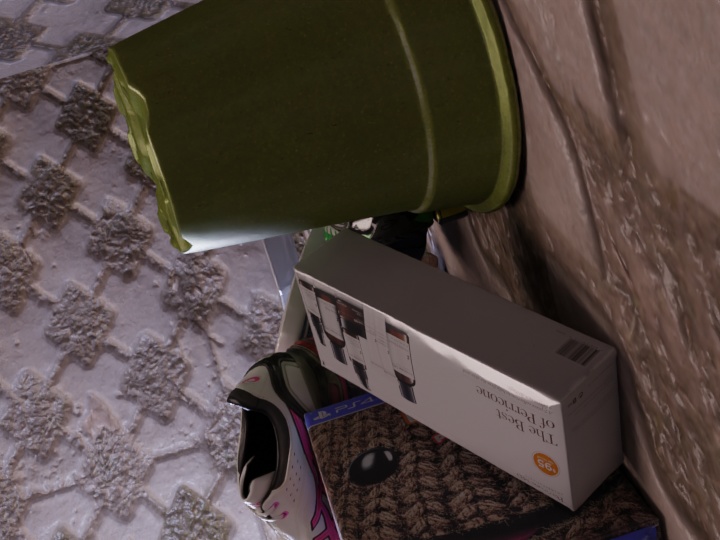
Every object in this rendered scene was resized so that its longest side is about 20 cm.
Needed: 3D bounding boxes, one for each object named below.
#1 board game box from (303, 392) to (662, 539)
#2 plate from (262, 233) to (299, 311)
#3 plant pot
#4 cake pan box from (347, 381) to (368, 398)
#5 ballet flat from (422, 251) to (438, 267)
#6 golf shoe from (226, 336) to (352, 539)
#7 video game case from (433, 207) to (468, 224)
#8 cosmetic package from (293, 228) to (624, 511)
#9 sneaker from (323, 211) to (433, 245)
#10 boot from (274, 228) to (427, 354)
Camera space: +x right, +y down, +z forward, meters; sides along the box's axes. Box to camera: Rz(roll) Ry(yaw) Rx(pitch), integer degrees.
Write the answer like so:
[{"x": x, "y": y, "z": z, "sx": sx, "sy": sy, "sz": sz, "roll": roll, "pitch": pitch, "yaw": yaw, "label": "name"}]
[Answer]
[{"x": 0.068, "y": 0.150, "z": 0.658, "sx": 0.200, "sy": 0.159, "sz": 0.097, "roll": -119, "pitch": 13, "yaw": -64, "label": "board game box"}, {"x": -0.092, "y": -0.046, "z": 1.147, "sx": 0.200, "sy": 0.032, "sz": 0.200, "roll": 87, "pitch": 164, "yaw": -72, "label": "plate"}, {"x": -0.037, "y": -0.097, "z": 0.638, "sx": 0.200, "sy": 0.189, "sz": 0.201, "roll": 159, "pitch": 90, "yaw": -77, "label": "plant pot"}, {"x": 0.024, "y": 0.134, "z": 0.891, "sx": 0.184, "sy": 0.052, "sz": 0.201, "roll": -33, "pitch": -51, "yaw": -53, "label": "cake pan box"}, {"x": 0.055, "y": 0.074, "z": 1.000, "sx": 0.068, "sy": 0.067, "sz": 0.201, "roll": -109, "pitch": 12, "yaw": -64, "label": "ballet flat"}, {"x": -0.052, "y": 0.150, "z": 0.770, "sx": 0.072, "sy": 0.092, "sz": 0.201, "roll": 12, "pitch": 116, "yaw": 42, "label": "golf shoe"}, {"x": 0.027, "y": -0.145, "z": 0.846, "sx": 0.200, "sy": 0.025, "sz": 0.181, "roll": -121, "pitch": 14, "yaw": -71, "label": "video game case"}, {"x": 0.050, "y": 0.050, "z": 0.621, "sx": 0.200, "sy": 0.051, "sz": 0.083, "roll": 25, "pitch": 143, "yaw": 41, "label": "cosmetic package"}, {"x": -0.003, "y": -0.079, "z": 0.801, "sx": 0.200, "sy": 0.078, "sz": 0.085, "roll": -114, "pitch": 9, "yaw": -59, "label": "sneaker"}, {"x": 0.000, "y": 0.000, "z": 0.855, "sx": 0.073, "sy": 0.090, "sz": 0.200, "roll": 109, "pitch": 180, "yaw": -48, "label": "boot"}]
